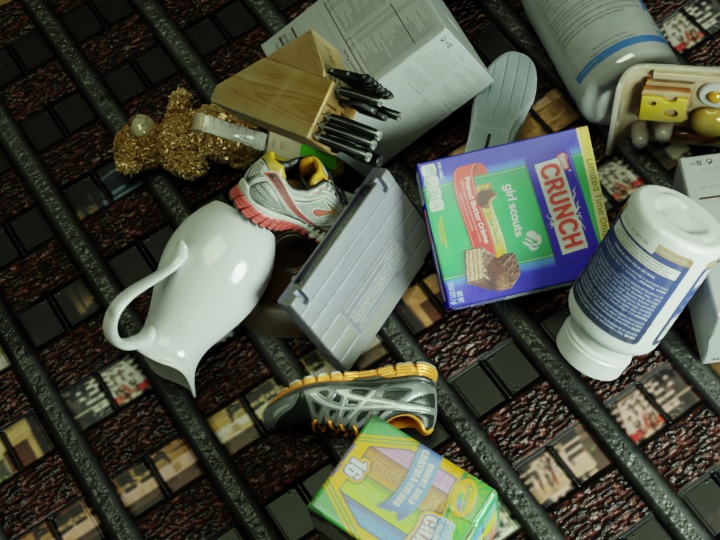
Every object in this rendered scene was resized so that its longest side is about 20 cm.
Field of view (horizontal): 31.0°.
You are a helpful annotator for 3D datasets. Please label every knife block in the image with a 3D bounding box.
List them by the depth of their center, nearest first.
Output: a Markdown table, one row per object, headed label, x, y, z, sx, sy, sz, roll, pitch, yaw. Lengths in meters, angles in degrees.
| label | x | y | z | sx | sy | sz | roll | pitch | yaw |
| --- | --- | --- | --- | --- | --- | --- | --- | --- | --- |
| knife block | -0.057 | -0.164 | 1.437 | 0.199 | 0.064 | 0.177 | -26 | 63 | 22 |

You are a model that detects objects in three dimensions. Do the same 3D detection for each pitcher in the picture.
| label | x | y | z | sx | sy | sz | roll | pitch | yaw |
| --- | --- | --- | --- | --- | --- | --- | --- | --- | --- |
| pitcher | -0.189 | 0.018 | 1.431 | 0.121 | 0.172 | 0.201 | 25 | 80 | 31 |

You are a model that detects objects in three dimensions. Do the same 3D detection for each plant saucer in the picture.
| label | x | y | z | sx | sy | sz | roll | pitch | yaw |
| --- | --- | --- | --- | --- | --- | --- | --- | --- | --- |
| plant saucer | -0.080 | -0.017 | 1.540 | 0.199 | 0.032 | 0.202 | -3 | 62 | 6 |

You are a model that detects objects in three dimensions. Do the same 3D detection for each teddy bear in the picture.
| label | x | y | z | sx | sy | sz | roll | pitch | yaw |
| --- | --- | --- | --- | --- | --- | --- | --- | --- | --- |
| teddy bear | -0.212 | -0.169 | 1.615 | 0.198 | 0.067 | 0.146 | 10 | 61 | 10 |

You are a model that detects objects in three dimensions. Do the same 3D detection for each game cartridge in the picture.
| label | x | y | z | sx | sy | sz | roll | pitch | yaw |
| --- | --- | --- | --- | --- | --- | --- | --- | --- | --- |
| game cartridge | 0.000 | 0.000 | 1.470 | 0.038 | 0.130 | 0.200 | 14 | 60 | 43 |

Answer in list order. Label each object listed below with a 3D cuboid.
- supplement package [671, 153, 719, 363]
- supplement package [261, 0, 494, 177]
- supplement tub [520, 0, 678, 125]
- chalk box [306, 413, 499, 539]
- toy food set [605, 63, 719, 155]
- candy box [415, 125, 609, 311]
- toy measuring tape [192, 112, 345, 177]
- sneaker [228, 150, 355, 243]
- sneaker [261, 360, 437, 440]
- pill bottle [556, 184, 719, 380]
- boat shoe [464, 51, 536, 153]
| label | x | y | z | sx | sy | sz | roll | pitch | yaw |
| --- | --- | --- | --- | --- | --- | --- | --- | --- | --- |
| supplement package | 0.421 | -0.016 | 1.433 | 0.119 | 0.121 | 0.201 | -6 | 61 | 2 |
| supplement package | 0.021 | -0.247 | 1.548 | 0.199 | 0.152 | 0.151 | -36 | 61 | 14 |
| supplement tub | 0.290 | -0.291 | 1.591 | 0.131 | 0.132 | 0.201 | -20 | 62 | -5 |
| chalk box | 0.065 | 0.262 | 1.320 | 0.199 | 0.125 | 0.124 | 30 | 69 | 19 |
| toy food set | 0.390 | -0.169 | 1.507 | 0.198 | 0.144 | 0.061 | 5 | 62 | 8 |
| candy box | 0.176 | -0.057 | 1.474 | 0.198 | 0.077 | 0.170 | -13 | 87 | -1 |
| toy measuring tape | -0.113 | -0.145 | 1.568 | 0.199 | 0.074 | 0.074 | 14 | 60 | -19 |
| sneaker | -0.049 | -0.081 | 1.464 | 0.082 | 0.199 | 0.078 | -54 | 51 | 24 |
| sneaker | -0.009 | 0.153 | 1.416 | 0.198 | 0.078 | 0.078 | -10 | 70 | 2 |
| pill bottle | 0.290 | 0.018 | 1.380 | 0.110 | 0.201 | 0.111 | 19 | 34 | -13 |
| boat shoe | 0.161 | -0.175 | 1.580 | 0.072 | 0.062 | 0.201 | 20 | 66 | 5 |
